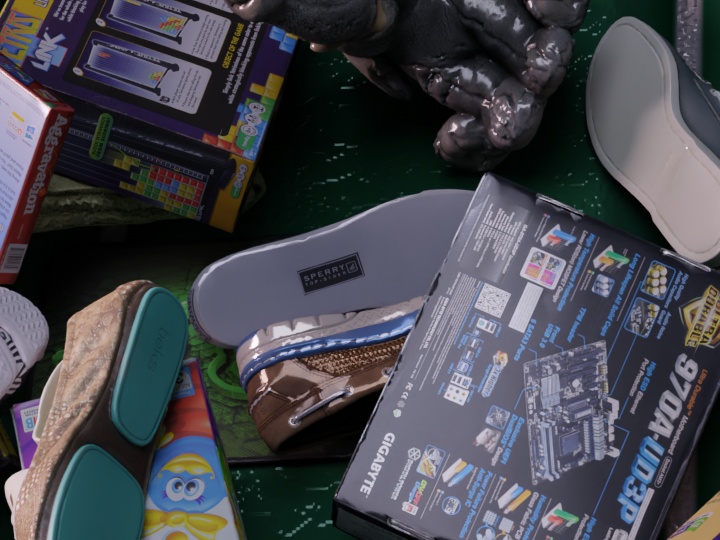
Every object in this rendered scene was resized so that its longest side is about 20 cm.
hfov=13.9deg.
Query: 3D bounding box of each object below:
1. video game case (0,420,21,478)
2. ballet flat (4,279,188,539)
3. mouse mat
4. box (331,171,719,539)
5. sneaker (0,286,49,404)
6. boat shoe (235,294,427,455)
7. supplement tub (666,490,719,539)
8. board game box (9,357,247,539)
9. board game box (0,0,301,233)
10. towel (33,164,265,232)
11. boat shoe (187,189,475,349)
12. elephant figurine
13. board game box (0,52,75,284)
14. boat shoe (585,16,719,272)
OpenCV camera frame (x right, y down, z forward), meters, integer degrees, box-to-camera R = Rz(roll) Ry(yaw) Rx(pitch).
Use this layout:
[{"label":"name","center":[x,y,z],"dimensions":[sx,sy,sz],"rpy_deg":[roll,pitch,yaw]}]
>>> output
[{"label":"video game case","center":[-0.306,0.070,1.581],"dimensions":[0.199,0.026,0.182],"rpy_deg":[-28,77,3]},{"label":"ballet flat","center":[-0.137,0.094,1.449],"dimensions":[0.065,0.071,0.201],"rpy_deg":[-14,41,33]},{"label":"mouse mat","center":[-0.089,0.044,1.644],"dimensions":[0.198,0.008,0.162],"rpy_deg":[-3,51,7]},{"label":"box","center":[0.095,0.069,1.507],"dimensions":[0.158,0.046,0.201],"rpy_deg":[23,70,6]},{"label":"sneaker","center":[-0.249,0.088,1.520],"dimensions":[0.075,0.115,0.200],"rpy_deg":[43,54,13]},{"label":"boat shoe","center":[0.037,0.057,1.575],"dimensions":[0.199,0.072,0.073],"rpy_deg":[-12,65,0]},{"label":"supplement tub","center":[0.215,0.161,1.398],"dimensions":[0.200,0.146,0.145],"rpy_deg":[-39,55,-21]},{"label":"board game box","center":[-0.103,0.162,1.486],"dimensions":[0.102,0.105,0.201],"rpy_deg":[-15,50,-2]},{"label":"board game box","center":[-0.123,-0.122,1.687],"dimensions":[0.164,0.057,0.200],"rpy_deg":[19,37,-1]},{"label":"towel","center":[-0.166,-0.077,1.686],"dimensions":[0.199,0.037,0.149],"rpy_deg":[-6,45,-33]},{"label":"boat shoe","center":[0.000,0.000,1.620],"dimensions":[0.199,0.057,0.069],"rpy_deg":[-11,87,-9]},{"label":"elephant figurine","center":[0.021,-0.156,1.672],"dimensions":[0.199,0.155,0.142],"rpy_deg":[24,74,-6]},{"label":"board game box","center":[-0.232,-0.084,1.601],"dimensions":[0.019,0.103,0.200],"rpy_deg":[4,25,-45]},{"label":"boat shoe","center":[0.185,-0.067,1.661],"dimensions":[0.061,0.073,0.200],"rpy_deg":[17,31,-32]}]
